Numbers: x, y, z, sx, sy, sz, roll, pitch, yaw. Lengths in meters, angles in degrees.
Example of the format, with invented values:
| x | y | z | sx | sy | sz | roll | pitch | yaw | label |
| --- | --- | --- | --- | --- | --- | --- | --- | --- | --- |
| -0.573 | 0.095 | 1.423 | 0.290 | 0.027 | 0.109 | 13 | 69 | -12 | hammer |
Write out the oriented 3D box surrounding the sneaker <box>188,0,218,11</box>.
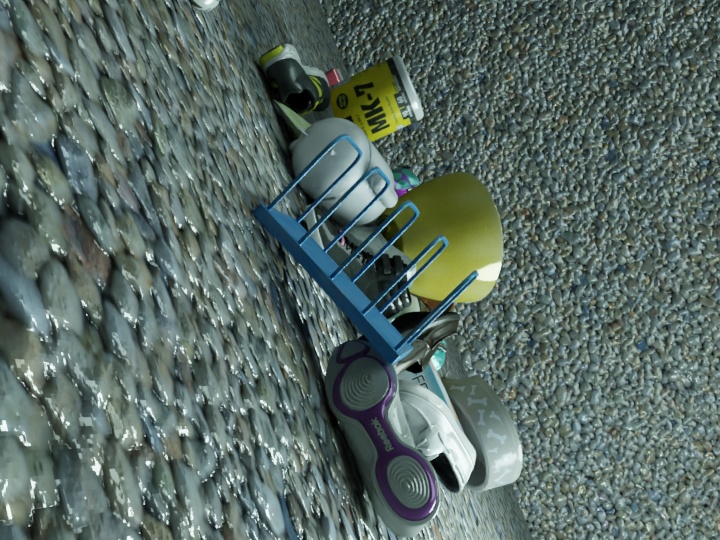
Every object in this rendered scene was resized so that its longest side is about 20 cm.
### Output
| x | y | z | sx | sy | sz | roll | pitch | yaw | label |
| --- | --- | --- | --- | --- | --- | --- | --- | --- | --- |
| -0.170 | -0.396 | 0.889 | 0.076 | 0.114 | 0.202 | -96 | 162 | -67 | sneaker |

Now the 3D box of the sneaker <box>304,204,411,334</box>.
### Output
| x | y | z | sx | sy | sz | roll | pitch | yaw | label |
| --- | --- | --- | --- | --- | --- | --- | --- | --- | --- |
| 0.003 | -0.015 | 1.072 | 0.071 | 0.098 | 0.201 | -96 | 161 | -60 | sneaker |

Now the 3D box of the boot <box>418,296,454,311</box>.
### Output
| x | y | z | sx | sy | sz | roll | pitch | yaw | label |
| --- | --- | --- | --- | --- | --- | --- | --- | --- | --- |
| 0.102 | -0.004 | 1.412 | 0.156 | 0.076 | 0.201 | 51 | -25 | 27 | boot |

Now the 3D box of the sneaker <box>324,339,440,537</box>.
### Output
| x | y | z | sx | sy | sz | roll | pitch | yaw | label |
| --- | --- | --- | --- | --- | --- | --- | --- | --- | --- |
| 0.012 | 0.164 | 0.802 | 0.100 | 0.074 | 0.202 | 98 | -25 | -55 | sneaker |

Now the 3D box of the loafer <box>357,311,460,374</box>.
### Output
| x | y | z | sx | sy | sz | roll | pitch | yaw | label |
| --- | --- | --- | --- | --- | --- | --- | --- | --- | --- |
| 0.067 | 0.102 | 1.118 | 0.199 | 0.072 | 0.072 | -16 | 101 | -46 | loafer |

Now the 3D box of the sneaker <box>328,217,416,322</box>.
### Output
| x | y | z | sx | sy | sz | roll | pitch | yaw | label |
| --- | --- | --- | --- | --- | --- | --- | --- | --- | --- |
| 0.000 | 0.000 | 1.212 | 0.200 | 0.073 | 0.120 | 46 | -50 | 45 | sneaker |

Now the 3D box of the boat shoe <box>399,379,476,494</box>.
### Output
| x | y | z | sx | sy | sz | roll | pitch | yaw | label |
| --- | --- | --- | --- | --- | --- | --- | --- | --- | --- |
| 0.091 | 0.230 | 1.121 | 0.201 | 0.071 | 0.069 | 58 | 39 | -34 | boat shoe |

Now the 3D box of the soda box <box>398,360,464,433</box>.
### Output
| x | y | z | sx | sy | sz | roll | pitch | yaw | label |
| --- | --- | --- | --- | --- | --- | --- | --- | --- | --- |
| 0.091 | 0.185 | 1.218 | 0.064 | 0.068 | 0.202 | -65 | 131 | -81 | soda box |

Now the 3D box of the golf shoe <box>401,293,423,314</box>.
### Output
| x | y | z | sx | sy | sz | roll | pitch | yaw | label |
| --- | --- | --- | --- | --- | --- | --- | --- | --- | --- |
| 0.031 | 0.024 | 1.325 | 0.088 | 0.077 | 0.202 | 10 | 49 | -57 | golf shoe |

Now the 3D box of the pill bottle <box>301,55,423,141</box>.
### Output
| x | y | z | sx | sy | sz | roll | pitch | yaw | label |
| --- | --- | --- | --- | --- | --- | --- | --- | --- | --- |
| -0.002 | -0.273 | 1.408 | 0.114 | 0.198 | 0.116 | -24 | 90 | -83 | pill bottle |

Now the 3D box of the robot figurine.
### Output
| x | y | z | sx | sy | sz | roll | pitch | yaw | label |
| --- | --- | --- | --- | --- | --- | --- | --- | --- | --- |
| -0.024 | -0.136 | 1.151 | 0.168 | 0.114 | 0.200 | 22 | -10 | 28 | robot figurine |

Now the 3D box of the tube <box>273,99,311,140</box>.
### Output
| x | y | z | sx | sy | sz | roll | pitch | yaw | label |
| --- | --- | --- | --- | --- | --- | --- | --- | --- | --- |
| -0.074 | -0.193 | 1.264 | 0.200 | 0.057 | 0.053 | 42 | 57 | -67 | tube |

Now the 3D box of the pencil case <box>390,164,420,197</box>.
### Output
| x | y | z | sx | sy | sz | roll | pitch | yaw | label |
| --- | --- | --- | --- | --- | --- | --- | --- | --- | --- |
| 0.029 | -0.126 | 1.372 | 0.199 | 0.091 | 0.086 | -18 | 103 | -57 | pencil case |

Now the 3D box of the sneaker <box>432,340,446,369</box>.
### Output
| x | y | z | sx | sy | sz | roll | pitch | yaw | label |
| --- | --- | --- | --- | --- | --- | --- | --- | --- | --- |
| 0.098 | 0.133 | 1.401 | 0.121 | 0.083 | 0.200 | 54 | 10 | -19 | sneaker |

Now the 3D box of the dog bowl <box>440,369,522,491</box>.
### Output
| x | y | z | sx | sy | sz | roll | pitch | yaw | label |
| --- | --- | --- | --- | --- | --- | --- | --- | --- | --- |
| 0.170 | 0.257 | 1.310 | 0.200 | 0.058 | 0.202 | 46 | -32 | 41 | dog bowl |

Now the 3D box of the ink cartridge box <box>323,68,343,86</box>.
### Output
| x | y | z | sx | sy | sz | roll | pitch | yaw | label |
| --- | --- | --- | --- | --- | --- | --- | --- | --- | --- |
| -0.040 | -0.281 | 1.604 | 0.146 | 0.084 | 0.202 | -77 | 142 | -77 | ink cartridge box |

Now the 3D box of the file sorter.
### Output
| x | y | z | sx | sy | sz | roll | pitch | yaw | label |
| --- | --- | --- | --- | --- | --- | --- | --- | --- | --- |
| 0.013 | -0.023 | 0.849 | 0.200 | 0.123 | 0.139 | 46 | 4 | 8 | file sorter |

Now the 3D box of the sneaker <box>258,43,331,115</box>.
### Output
| x | y | z | sx | sy | sz | roll | pitch | yaw | label |
| --- | --- | --- | --- | --- | --- | --- | --- | --- | --- |
| -0.095 | -0.270 | 1.268 | 0.200 | 0.074 | 0.086 | 18 | 51 | -69 | sneaker |

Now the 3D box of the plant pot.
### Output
| x | y | z | sx | sy | sz | roll | pitch | yaw | label |
| --- | --- | --- | --- | --- | --- | --- | --- | --- | --- |
| 0.100 | -0.042 | 1.247 | 0.199 | 0.140 | 0.203 | 26 | -60 | 57 | plant pot |
